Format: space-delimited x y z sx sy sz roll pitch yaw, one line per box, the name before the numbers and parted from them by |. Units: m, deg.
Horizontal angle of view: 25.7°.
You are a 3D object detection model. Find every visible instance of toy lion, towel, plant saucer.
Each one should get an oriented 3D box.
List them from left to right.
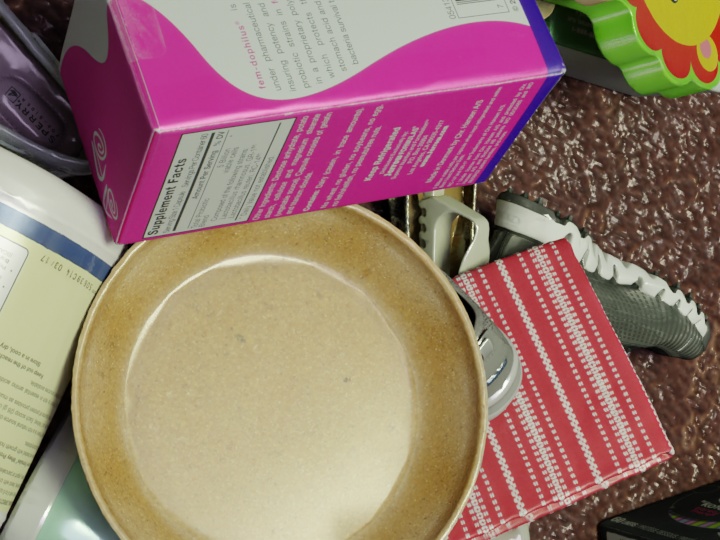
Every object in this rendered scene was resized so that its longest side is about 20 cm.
plant saucer | -0.039 0.062 0.748 0.198 0.035 0.202 3 78 -15
towel | 0.049 0.078 0.850 0.198 0.023 0.146 -22 65 -4
toy lion | 0.148 -0.199 0.864 0.191 0.068 0.202 3 81 -45

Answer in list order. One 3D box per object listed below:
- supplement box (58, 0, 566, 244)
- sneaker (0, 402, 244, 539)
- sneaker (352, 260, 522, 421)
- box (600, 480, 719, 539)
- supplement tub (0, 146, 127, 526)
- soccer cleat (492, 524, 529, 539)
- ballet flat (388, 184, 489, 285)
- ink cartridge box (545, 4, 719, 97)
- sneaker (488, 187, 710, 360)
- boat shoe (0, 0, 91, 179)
supplement box | -0.026 -0.093 0.725 0.198 0.103 0.102 -10 66 -26
sneaker | -0.090 0.086 0.804 0.118 0.074 0.201 29 52 -7
sneaker | 0.000 0.000 0.835 0.075 0.199 0.082 -55 160 -18
box | 0.274 0.198 1.038 0.199 0.122 0.107 -13 100 -29
supplement tub | -0.209 0.041 0.730 0.144 0.145 0.201 29 79 -29
soccer cleat | 0.062 0.212 0.943 0.069 0.078 0.202 3 98 2
ballet flat | 0.048 -0.037 0.914 0.067 0.075 0.202 -3 95 -32
ink cartridge box | 0.160 -0.220 0.960 0.146 0.083 0.202 10 88 -31
sneaker | 0.138 0.029 0.975 0.199 0.066 0.091 28 86 -38
boat shoe | -0.203 -0.117 0.766 0.202 0.065 0.075 46 72 -25
